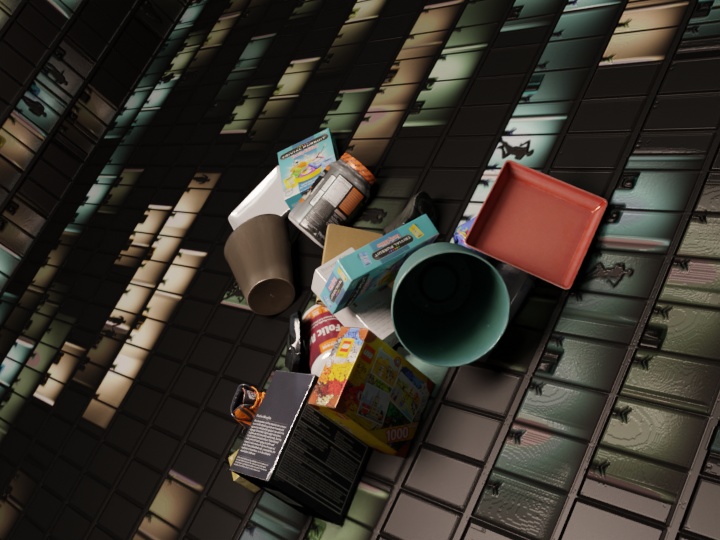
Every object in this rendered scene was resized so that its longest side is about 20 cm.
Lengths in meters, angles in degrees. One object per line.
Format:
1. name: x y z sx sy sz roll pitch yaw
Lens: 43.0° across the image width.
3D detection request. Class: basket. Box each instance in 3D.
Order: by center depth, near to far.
1. basket: -0.225 -0.004 2.117 0.180 0.136 0.201 -39 41 17

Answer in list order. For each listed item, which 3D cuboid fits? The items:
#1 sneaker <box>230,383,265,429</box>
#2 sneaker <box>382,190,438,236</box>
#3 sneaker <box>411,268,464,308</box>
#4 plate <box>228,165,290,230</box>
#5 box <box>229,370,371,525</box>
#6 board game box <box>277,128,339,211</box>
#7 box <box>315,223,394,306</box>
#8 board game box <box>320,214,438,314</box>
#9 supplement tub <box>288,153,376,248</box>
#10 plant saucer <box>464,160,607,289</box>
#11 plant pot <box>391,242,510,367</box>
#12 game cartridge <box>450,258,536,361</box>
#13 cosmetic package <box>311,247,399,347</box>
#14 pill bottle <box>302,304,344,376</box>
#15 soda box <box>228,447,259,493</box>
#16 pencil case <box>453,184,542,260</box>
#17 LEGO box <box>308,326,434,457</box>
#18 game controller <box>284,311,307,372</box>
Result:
1. sneaker: -0.182 0.267 1.843 0.199 0.112 0.078 -30 40 25
2. sneaker: 0.092 -0.094 1.873 0.090 0.076 0.200 -20 20 39
3. sneaker: 0.176 0.006 1.732 0.199 0.083 0.072 -35 1 -26
4. plate: -0.243 -0.154 2.347 0.200 0.032 0.200 -45 37 7
5. box: -0.094 0.315 1.637 0.122 0.200 0.200 1 58 47
6. board game box: -0.124 -0.251 2.266 0.149 0.047 0.201 -24 42 10
7. box: 0.000 0.000 1.869 0.021 0.161 0.202 108 171 -51
8. board game box: 0.033 -0.010 1.668 0.199 0.047 0.151 -29 -15 -25
9. supplement tub: -0.061 -0.160 2.085 0.201 0.122 0.122 -50 36 -2
10. plant saucer: 0.307 -0.077 1.608 0.198 0.037 0.201 24 65 13
11. plant pot: 0.144 0.042 1.582 0.200 0.201 0.161 -43 14 9
12. game cartridge: 0.233 0.061 1.657 0.129 0.038 0.201 23 76 49
13. cosmetic package: 0.004 0.061 1.761 0.101 0.074 0.200 -31 66 -29
14. pill bottle: -0.048 0.164 1.791 0.114 0.114 0.201 -38 38 15
15. soda box: -0.165 0.343 1.795 0.200 0.068 0.064 -42 37 10
16. pencil case: 0.257 -0.092 1.687 0.199 0.087 0.078 -39 -7 -13
17. LEGO box: 0.022 0.213 1.602 0.077 0.200 0.150 1 59 47
18. game controller: -0.129 0.151 1.848 0.200 0.041 0.106 113 163 -72
